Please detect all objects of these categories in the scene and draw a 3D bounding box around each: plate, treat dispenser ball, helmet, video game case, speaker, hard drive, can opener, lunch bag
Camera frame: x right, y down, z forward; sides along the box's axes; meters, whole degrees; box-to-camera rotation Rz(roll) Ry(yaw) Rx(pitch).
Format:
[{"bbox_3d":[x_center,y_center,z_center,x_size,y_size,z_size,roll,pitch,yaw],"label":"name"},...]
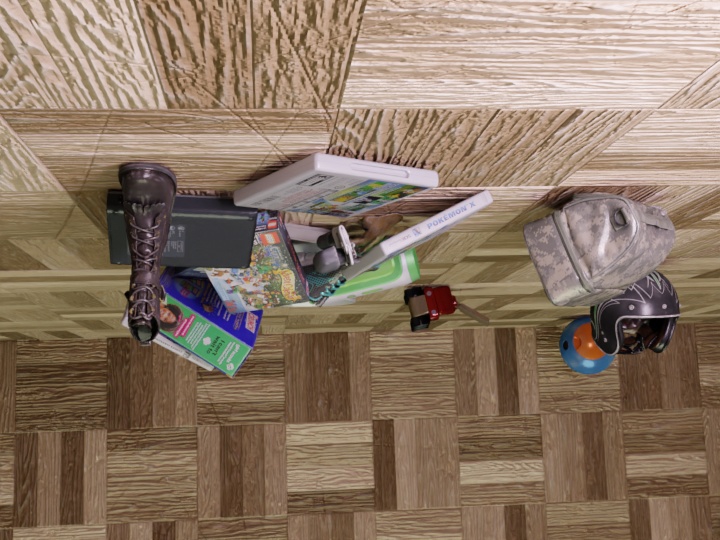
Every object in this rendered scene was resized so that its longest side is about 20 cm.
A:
[{"bbox_3d":[-0.138,-0.047,1.530,0.198,0.033,0.198,6,170,-42],"label":"plate"},{"bbox_3d":[0.800,0.264,3.266,0.198,0.204,0.201,-2,172,0],"label":"treat dispenser ball"},{"bbox_3d":[0.600,0.082,2.035,0.197,0.193,0.201,7,-151,-4],"label":"helmet"},{"bbox_3d":[-0.340,0.085,1.694,0.181,0.023,0.201,31,-160,-19],"label":"video game case"},{"bbox_3d":[-0.034,-0.103,1.164,0.181,0.022,0.199,4,169,-35],"label":"video game case"},{"bbox_3d":[0.000,0.000,1.610,0.197,0.090,0.088,-14,170,7],"label":"speaker"},{"bbox_3d":[-0.245,-0.052,1.279,0.197,0.033,0.140,2,147,-11],"label":"hard drive"},{"bbox_3d":[-0.046,-0.028,1.303,0.066,0.054,0.200,-20,-177,-10],"label":"can opener"},{"bbox_3d":[0.354,-0.039,1.345,0.167,0.141,0.199,-27,163,30],"label":"lunch bag"},{"bbox_3d":[0.077,-0.048,1.341,0.181,0.022,0.200,-27,178,-19],"label":"video game case"}]

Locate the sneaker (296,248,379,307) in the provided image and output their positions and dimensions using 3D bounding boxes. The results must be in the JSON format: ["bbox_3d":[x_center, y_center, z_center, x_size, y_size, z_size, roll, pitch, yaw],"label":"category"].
[{"bbox_3d":[-0.056,0.014,1.534,0.198,0.093,0.077,-7,172,27],"label":"sneaker"}]

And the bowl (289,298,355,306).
[{"bbox_3d":[-0.107,0.016,1.753,0.198,0.092,0.201,-1,173,0],"label":"bowl"}]

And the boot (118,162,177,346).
[{"bbox_3d":[-0.259,-0.016,1.130,0.068,0.176,0.201,0,152,-7],"label":"boot"}]

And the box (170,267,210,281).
[{"bbox_3d":[-0.234,-0.009,1.554,0.120,0.033,0.199,6,169,-29],"label":"box"}]

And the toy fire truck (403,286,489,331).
[{"bbox_3d":[0.219,0.097,2.343,0.197,0.130,0.176,-14,171,0],"label":"toy fire truck"}]

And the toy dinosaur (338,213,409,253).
[{"bbox_3d":[0.015,-0.067,1.421,0.100,0.059,0.200,-22,165,21],"label":"toy dinosaur"}]

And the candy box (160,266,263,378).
[{"bbox_3d":[-0.281,0.079,1.659,0.199,0.077,0.169,32,-163,-10],"label":"candy box"}]

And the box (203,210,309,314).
[{"bbox_3d":[-0.165,-0.009,1.421,0.135,0.038,0.201,-9,145,7],"label":"box"}]
